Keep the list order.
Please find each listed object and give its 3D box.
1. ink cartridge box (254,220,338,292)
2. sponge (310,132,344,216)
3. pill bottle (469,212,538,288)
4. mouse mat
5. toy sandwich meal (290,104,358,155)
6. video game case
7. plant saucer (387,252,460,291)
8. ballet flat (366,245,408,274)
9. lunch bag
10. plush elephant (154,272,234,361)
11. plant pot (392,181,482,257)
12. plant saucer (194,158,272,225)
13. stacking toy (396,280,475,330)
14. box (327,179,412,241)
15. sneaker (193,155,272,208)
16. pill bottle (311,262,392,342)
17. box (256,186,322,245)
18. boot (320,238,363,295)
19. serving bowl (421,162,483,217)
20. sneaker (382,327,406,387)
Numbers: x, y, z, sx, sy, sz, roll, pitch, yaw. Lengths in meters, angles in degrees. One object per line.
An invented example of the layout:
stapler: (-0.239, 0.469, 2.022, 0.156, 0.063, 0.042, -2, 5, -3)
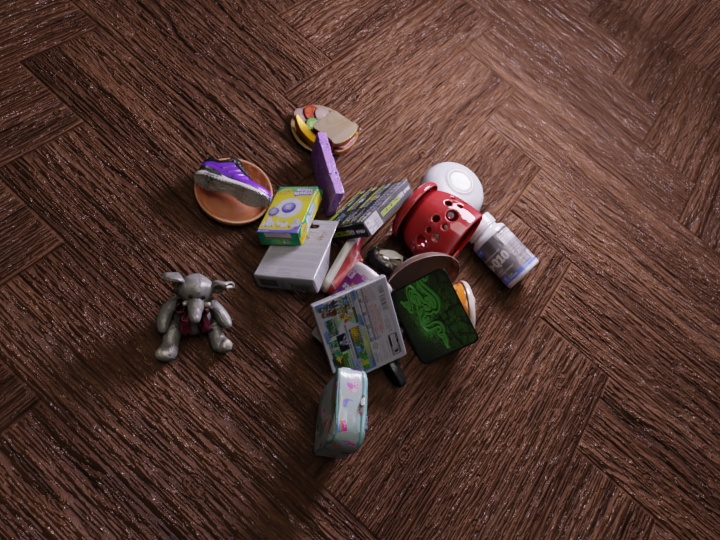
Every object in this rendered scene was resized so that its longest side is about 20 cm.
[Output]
ink cartridge box: (-0.149, -0.040, 1.295, 0.160, 0.058, 0.201, 5, 44, 20)
sponge: (-0.093, -0.262, 1.431, 0.029, 0.112, 0.203, -7, 66, -20)
pill bottle: (0.392, -0.060, 1.484, 0.113, 0.114, 0.200, -36, 77, -30)
mouse mat: (0.177, 0.114, 1.287, 0.202, 0.159, 0.008, 62, 18, -1)
toy sandwich meal: (-0.106, -0.420, 1.536, 0.202, 0.070, 0.208, 8, 61, -14)
video game case: (-0.001, 0.134, 1.179, 0.180, 0.022, 0.203, -22, 108, -16)
plant saucer: (0.152, 0.016, 1.315, 0.197, 0.201, 0.032, -6, 54, -21)
ballet flat: (0.111, -0.011, 1.390, 0.198, 0.073, 0.074, 26, 58, -4)
lunch bag: (-0.039, 0.296, 1.097, 0.076, 0.201, 0.163, 14, 57, -12)
plush elephant: (-0.355, 0.077, 1.134, 0.162, 0.155, 0.203, 1, 63, -18)
plant pot: (0.200, -0.122, 1.407, 0.182, 0.201, 0.200, 42, 58, 14)
plant saucer: (-0.328, -0.200, 1.364, 0.197, 0.038, 0.203, 8, 61, -15)
stacking toy: (0.184, 0.106, 1.334, 0.196, 0.147, 0.148, -4, 63, -3)
box: (0.012, -0.153, 1.367, 0.200, 0.192, 0.048, -47, 114, -32)
sneaker: (-0.308, -0.235, 1.327, 0.197, 0.070, 0.101, 21, 56, -7)
pill bottle: (-0.024, 0.091, 1.234, 0.112, 0.112, 0.201, 36, 85, 4)
box: (-0.174, -0.151, 1.343, 0.115, 0.049, 0.202, 2, 46, 17)
boot: (0.000, 0.000, 1.349, 0.143, 0.073, 0.202, 29, 65, -3)
serving bowl: (0.287, -0.249, 1.579, 0.197, 0.066, 0.203, 8, 61, -15)
sneaker: (0.076, 0.175, 1.283, 0.103, 0.060, 0.201, -28, 71, -25)
